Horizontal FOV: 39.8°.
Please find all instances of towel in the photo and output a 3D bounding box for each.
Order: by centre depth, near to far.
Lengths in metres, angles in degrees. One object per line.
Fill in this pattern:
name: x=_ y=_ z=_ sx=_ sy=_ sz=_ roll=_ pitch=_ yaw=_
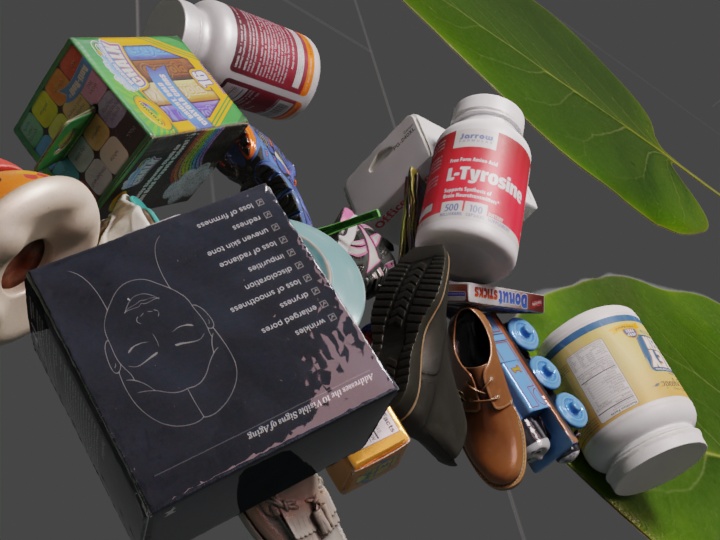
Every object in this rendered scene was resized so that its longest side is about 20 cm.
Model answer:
towel: x=0.099 y=-0.018 z=1.188 sx=0.200 sy=0.023 sz=0.144 roll=43 pitch=43 yaw=-47

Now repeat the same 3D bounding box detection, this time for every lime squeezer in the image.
lime squeezer: x=-0.080 y=-0.029 z=1.020 sx=0.200 sy=0.071 sz=0.038 roll=-18 pitch=74 yaw=-17

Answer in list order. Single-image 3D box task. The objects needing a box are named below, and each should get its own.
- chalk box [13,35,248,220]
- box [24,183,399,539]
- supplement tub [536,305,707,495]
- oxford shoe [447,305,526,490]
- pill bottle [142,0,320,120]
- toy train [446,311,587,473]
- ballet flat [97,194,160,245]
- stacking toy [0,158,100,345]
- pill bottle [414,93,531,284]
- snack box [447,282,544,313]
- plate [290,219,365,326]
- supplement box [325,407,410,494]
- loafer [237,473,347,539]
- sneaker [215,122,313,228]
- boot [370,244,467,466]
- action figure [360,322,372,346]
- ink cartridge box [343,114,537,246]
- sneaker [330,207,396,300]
chalk box: x=-0.228 y=-0.134 z=0.936 sx=0.124 sy=0.125 sz=0.200 roll=50 pitch=28 yaw=10
box: x=-0.114 y=0.071 z=0.741 sx=0.200 sy=0.124 sz=0.197 roll=-23 pitch=66 yaw=-26
supplement tub: x=0.321 y=0.159 z=1.230 sx=0.145 sy=0.145 sz=0.200 roll=13 pitch=42 yaw=-43
oxford shoe: x=0.127 y=0.133 z=1.056 sx=0.071 sy=0.071 sz=0.200 roll=61 pitch=14 yaw=-72
pill bottle: x=-0.154 y=-0.256 z=1.196 sx=0.200 sy=0.113 sz=0.113 roll=11 pitch=43 yaw=-46
toy train: x=0.174 y=0.137 z=1.144 sx=0.114 sy=0.087 sz=0.200 roll=-6 pitch=57 yaw=-43
ballet flat: x=-0.203 y=-0.026 z=0.861 sx=0.069 sy=0.069 sz=0.200 roll=36 pitch=-4 yaw=-14
stacking toy: x=-0.313 y=-0.048 z=0.750 sx=0.200 sy=0.146 sz=0.146 roll=34 pitch=26 yaw=15
pill bottle: x=0.131 y=-0.094 z=1.115 sx=0.112 sy=0.112 sz=0.200 roll=29 pitch=57 yaw=-26
snack box: x=0.139 y=0.032 z=1.144 sx=0.200 sy=0.072 sz=0.024 roll=10 pitch=80 yaw=-56
plate: x=-0.094 y=0.013 z=0.906 sx=0.200 sy=0.026 sz=0.200 roll=3 pitch=47 yaw=-3
supplement box: x=-0.034 y=0.100 z=0.919 sx=0.069 sy=0.067 sz=0.200 roll=-20 pitch=65 yaw=-22
loafer: x=-0.071 y=0.167 z=0.811 sx=0.200 sy=0.063 sz=0.072 roll=49 pitch=29 yaw=9
sneaker: x=-0.096 y=-0.094 z=1.107 sx=0.078 sy=0.075 sz=0.200 roll=9 pitch=46 yaw=-51
boot: x=0.073 y=0.088 z=1.027 sx=0.138 sy=0.077 sz=0.200 roll=44 pitch=55 yaw=-39
action figure: x=0.041 y=0.057 z=1.105 sx=0.065 sy=0.052 sz=0.200 roll=54 pitch=26 yaw=-9
ink cartridge box: x=0.102 y=-0.094 z=1.277 sx=0.200 sy=0.145 sz=0.083 roll=20 pitch=38 yaw=-37
sneaker: x=0.000 y=0.000 z=1.082 sx=0.086 sy=0.080 sz=0.200 roll=26 pitch=33 yaw=-7
